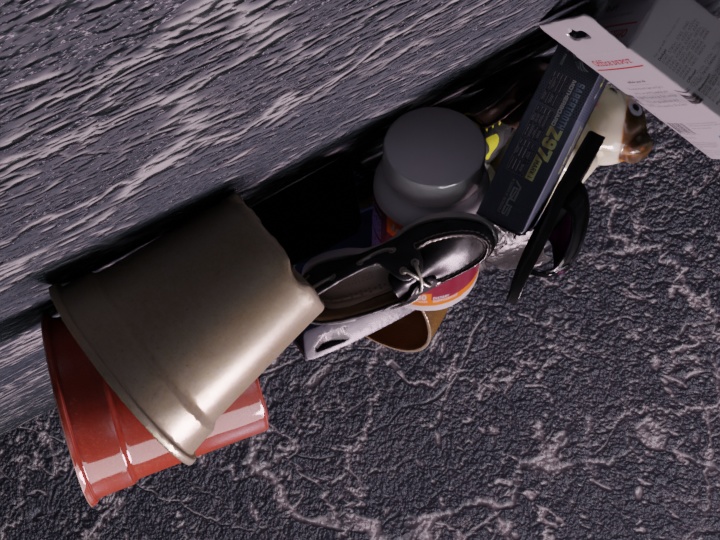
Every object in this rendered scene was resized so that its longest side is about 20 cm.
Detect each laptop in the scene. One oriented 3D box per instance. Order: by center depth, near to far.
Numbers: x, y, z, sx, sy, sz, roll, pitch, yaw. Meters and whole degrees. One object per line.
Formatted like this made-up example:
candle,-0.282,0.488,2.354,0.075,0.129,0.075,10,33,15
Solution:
laptop,-0.059,-0.030,1.457,0.177,0.104,0.200,-27,164,14

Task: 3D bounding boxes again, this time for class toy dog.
toy dog,0.241,-0.138,1.649,0.200,0.194,0.140,-32,-140,7

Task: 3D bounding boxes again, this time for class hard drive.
hard drive,0.000,0.000,1.502,0.199,0.135,0.042,-27,144,-12

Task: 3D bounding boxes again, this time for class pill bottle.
pill bottle,0.068,-0.059,1.384,0.114,0.114,0.200,-27,150,-17

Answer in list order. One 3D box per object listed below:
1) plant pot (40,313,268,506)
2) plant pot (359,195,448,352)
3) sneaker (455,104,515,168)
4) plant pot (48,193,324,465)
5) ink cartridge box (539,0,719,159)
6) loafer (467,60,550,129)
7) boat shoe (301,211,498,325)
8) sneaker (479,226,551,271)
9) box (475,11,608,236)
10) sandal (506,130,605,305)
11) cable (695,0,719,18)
plant pot,-0.204,0.117,1.444,0.194,0.202,0.201,-14,177,-7
plant pot,0.059,-0.040,1.669,0.200,0.186,0.186,-51,-170,-26
sneaker,0.111,-0.149,1.490,0.085,0.074,0.200,-50,171,11
plant pot,-0.142,0.037,1.257,0.183,0.201,0.200,-39,179,-4
ink cartridge box,0.258,-0.174,1.167,0.068,0.200,0.116,-57,-166,-3
loafer,0.183,-0.175,1.470,0.073,0.071,0.200,-28,178,37
boat shoe,0.032,0.002,1.313,0.199,0.074,0.060,-13,-145,17
sneaker,0.152,-0.053,1.556,0.104,0.060,0.200,-20,148,2
box,0.178,-0.133,1.310,0.201,0.051,0.158,-65,171,8
sandal,0.195,-0.048,1.331,0.201,0.048,0.075,-59,173,-26
cable,0.344,-0.270,1.176,0.200,0.069,0.200,-27,179,26
